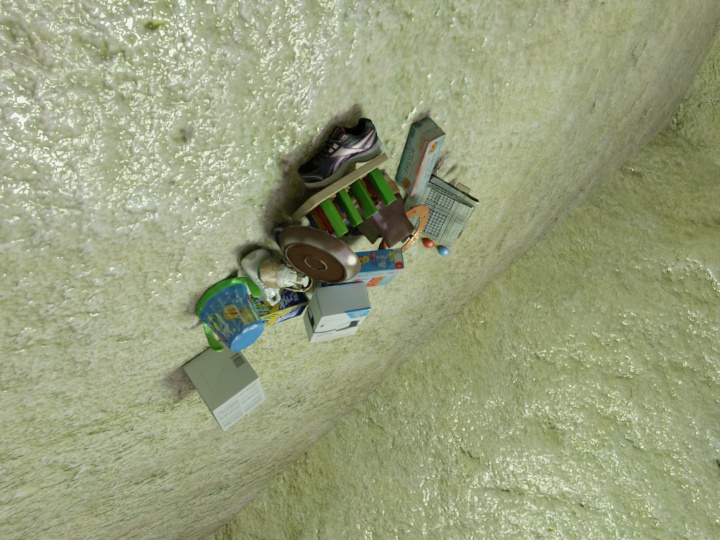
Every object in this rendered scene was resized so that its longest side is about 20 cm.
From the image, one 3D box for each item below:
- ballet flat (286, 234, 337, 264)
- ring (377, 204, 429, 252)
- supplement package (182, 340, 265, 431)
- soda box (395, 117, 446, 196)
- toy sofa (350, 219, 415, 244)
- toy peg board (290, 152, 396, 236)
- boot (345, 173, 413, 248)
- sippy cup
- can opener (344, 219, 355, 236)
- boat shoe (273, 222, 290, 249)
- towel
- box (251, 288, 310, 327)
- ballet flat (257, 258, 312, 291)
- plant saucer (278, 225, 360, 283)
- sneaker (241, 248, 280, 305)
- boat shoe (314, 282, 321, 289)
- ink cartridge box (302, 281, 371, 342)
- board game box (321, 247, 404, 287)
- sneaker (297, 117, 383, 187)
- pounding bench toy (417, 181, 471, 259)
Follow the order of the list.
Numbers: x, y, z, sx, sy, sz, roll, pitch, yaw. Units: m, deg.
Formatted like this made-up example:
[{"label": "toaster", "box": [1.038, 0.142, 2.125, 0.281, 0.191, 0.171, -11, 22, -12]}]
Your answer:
[{"label": "ballet flat", "box": [-0.140, -0.031, 1.485, 0.200, 0.070, 0.071, -43, 140, 21]}, {"label": "ring", "box": [0.115, -0.104, 1.638, 0.199, 0.019, 0.202, -37, 155, -20]}, {"label": "supplement package", "box": [-0.369, 0.312, 1.625, 0.149, 0.152, 0.201, -34, 159, -20]}, {"label": "soda box", "box": [0.150, -0.284, 1.500, 0.063, 0.069, 0.202, -30, 157, -27]}, {"label": "toy sofa", "box": [0.064, -0.113, 1.667, 0.098, 0.083, 0.198, -51, 158, 23]}, {"label": "toy peg board", "box": [-0.031, -0.144, 1.297, 0.198, 0.099, 0.199, -34, -175, -19]}, {"label": "boot", "box": [0.041, -0.130, 1.472, 0.198, 0.169, 0.072, -34, -164, -31]}, {"label": "sippy cup", "box": [-0.297, 0.111, 1.388, 0.138, 0.131, 0.179, -31, 157, -27]}, {"label": "can opener", "box": [-0.058, -0.110, 1.471, 0.053, 0.067, 0.199, -45, 159, 13]}, {"label": "boat shoe", "box": [-0.126, -0.055, 1.396, 0.200, 0.071, 0.074, 45, 55, -37]}, {"label": "towel", "box": [0.219, -0.171, 1.699, 0.035, 0.190, 0.202, -58, 175, -45]}, {"label": "box", "box": [-0.229, 0.097, 1.568, 0.198, 0.070, 0.065, -17, 151, -49]}, {"label": "ballet flat", "box": [-0.168, 0.013, 1.380, 0.199, 0.064, 0.073, 11, 87, -69]}, {"label": "plant saucer", "box": [-0.096, -0.026, 1.312, 0.201, 0.195, 0.033, 93, 16, -62]}, {"label": "sneaker", "box": [-0.224, 0.016, 1.399, 0.069, 0.081, 0.201, -29, 156, -7]}, {"label": "boat shoe", "box": [-0.064, 0.034, 1.713, 0.070, 0.091, 0.202, -21, 151, -42]}, {"label": "ink cartridge box", "box": [-0.068, 0.117, 1.619, 0.142, 0.086, 0.201, -9, 157, -19]}, {"label": "board game box", "box": [0.000, 0.000, 1.572, 0.191, 0.057, 0.200, -6, 168, -13]}, {"label": "sneaker", "box": [-0.049, -0.253, 1.223, 0.198, 0.080, 0.087, -34, 136, -16]}, {"label": "pounding bench toy", "box": [0.266, -0.155, 1.812, 0.158, 0.122, 0.201, -59, 169, -28]}]
